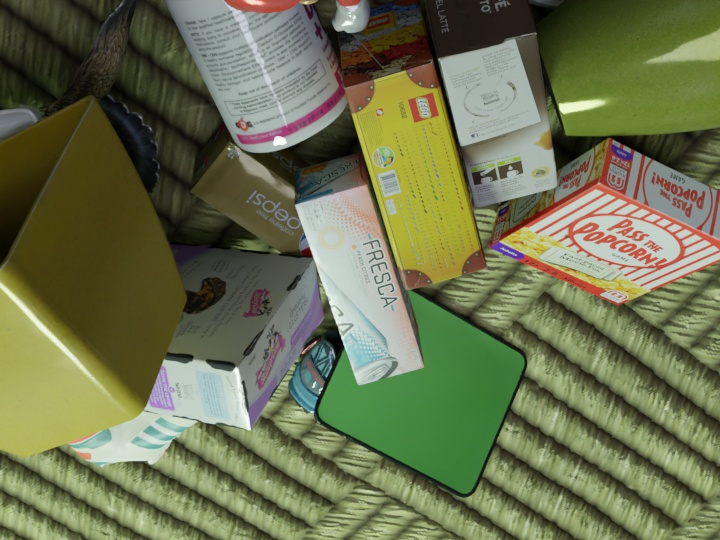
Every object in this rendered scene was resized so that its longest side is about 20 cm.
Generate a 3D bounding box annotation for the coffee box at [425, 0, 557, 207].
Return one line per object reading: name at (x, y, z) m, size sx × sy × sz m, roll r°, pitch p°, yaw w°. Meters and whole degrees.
coffee box at (0.108, -0.161, 1.113) m, size 0.079 × 0.116 × 0.201 m, roll -13°, pitch 147°, yaw 6°

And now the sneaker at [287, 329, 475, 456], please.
sneaker at (0.032, 0.117, 1.339) m, size 0.198 × 0.080 × 0.096 m, roll 16°, pitch 117°, yaw -12°

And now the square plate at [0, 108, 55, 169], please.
square plate at (-0.319, -0.047, 1.129) m, size 0.195 × 0.029 × 0.202 m, roll -2°, pitch 126°, yaw 20°

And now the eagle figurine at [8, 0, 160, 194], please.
eagle figurine at (-0.243, -0.126, 1.138) m, size 0.198 × 0.151 × 0.153 m, roll -21°, pitch 109°, yaw 18°

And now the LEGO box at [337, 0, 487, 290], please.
LEGO box at (0.044, -0.110, 1.163) m, size 0.076 × 0.150 × 0.202 m, roll -14°, pitch 121°, yaw 6°

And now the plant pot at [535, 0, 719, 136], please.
plant pot at (0.247, -0.190, 1.103) m, size 0.198 × 0.188 × 0.189 m, roll -18°, pitch 120°, yaw 9°

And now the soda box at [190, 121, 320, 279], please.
soda box at (-0.058, -0.056, 1.236) m, size 0.199 × 0.068 × 0.064 m, roll 34°, pitch 115°, yaw -21°

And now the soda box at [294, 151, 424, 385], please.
soda box at (0.000, 0.000, 1.197) m, size 0.067 × 0.064 × 0.202 m, roll -15°, pitch 120°, yaw 6°

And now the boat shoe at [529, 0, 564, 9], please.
boat shoe at (0.118, -0.265, 1.120) m, size 0.198 × 0.070 × 0.071 m, roll 21°, pitch 116°, yaw -16°

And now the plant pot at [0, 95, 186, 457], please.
plant pot at (-0.248, 0.023, 1.023) m, size 0.198 × 0.201 × 0.177 m, roll -21°, pitch 125°, yaw 28°

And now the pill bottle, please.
pill bottle at (-0.094, -0.211, 1.117) m, size 0.112 × 0.114 × 0.201 m, roll -20°, pitch 120°, yaw 9°

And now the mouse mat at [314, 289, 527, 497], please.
mouse mat at (0.063, 0.114, 1.321) m, size 0.199 × 0.008 × 0.162 m, roll 29°, pitch 78°, yaw -20°

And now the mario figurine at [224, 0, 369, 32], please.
mario figurine at (-0.051, -0.246, 1.042) m, size 0.123 × 0.199 × 0.107 m, roll 33°, pitch 129°, yaw 20°

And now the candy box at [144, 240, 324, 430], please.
candy box at (-0.155, 0.050, 1.199) m, size 0.197 × 0.168 × 0.072 m, roll 7°, pitch 125°, yaw 22°

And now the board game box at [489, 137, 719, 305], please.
board game box at (0.228, -0.039, 1.207) m, size 0.150 × 0.047 × 0.200 m, roll 22°, pitch 158°, yaw -15°

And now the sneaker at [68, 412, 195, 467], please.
sneaker at (-0.203, 0.145, 1.359) m, size 0.197 × 0.071 × 0.094 m, roll -20°, pitch 138°, yaw 7°
